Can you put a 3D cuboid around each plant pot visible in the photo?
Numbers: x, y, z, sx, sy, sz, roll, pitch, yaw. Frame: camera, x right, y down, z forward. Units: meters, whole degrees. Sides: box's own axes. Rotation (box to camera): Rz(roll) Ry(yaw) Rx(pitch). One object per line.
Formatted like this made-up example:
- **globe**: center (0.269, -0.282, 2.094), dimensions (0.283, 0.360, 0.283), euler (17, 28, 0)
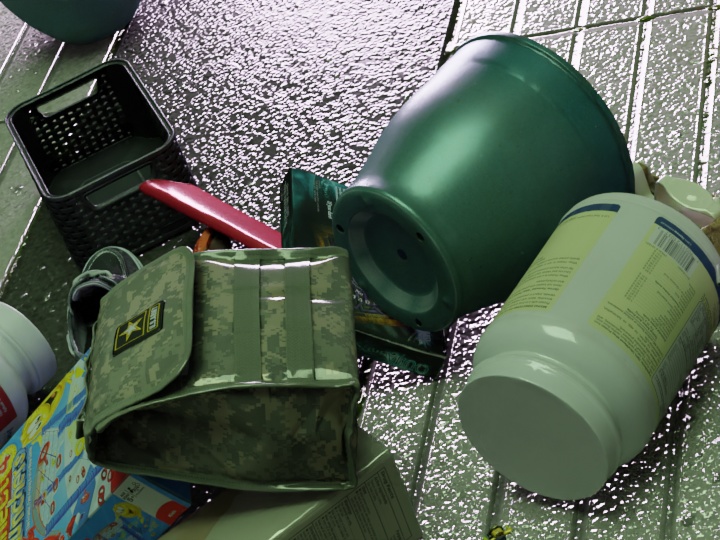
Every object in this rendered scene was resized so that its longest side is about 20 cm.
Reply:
- **plant pot**: center (-0.311, -0.327, 2.311), dimensions (0.199, 0.135, 0.201), euler (-14, 36, 10)
- **plant pot**: center (0.084, -0.057, 1.692), dimensions (0.199, 0.201, 0.188), euler (20, 48, 42)

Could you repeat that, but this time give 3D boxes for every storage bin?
- **storage bin**: center (-0.245, -0.102, 2.024), dimensions (0.134, 0.094, 0.200), euler (-27, 37, -7)

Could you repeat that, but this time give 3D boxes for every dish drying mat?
- **dish drying mat**: center (-0.106, -0.036, 1.873), dimensions (0.199, 0.077, 0.018), euler (29, 101, 35)

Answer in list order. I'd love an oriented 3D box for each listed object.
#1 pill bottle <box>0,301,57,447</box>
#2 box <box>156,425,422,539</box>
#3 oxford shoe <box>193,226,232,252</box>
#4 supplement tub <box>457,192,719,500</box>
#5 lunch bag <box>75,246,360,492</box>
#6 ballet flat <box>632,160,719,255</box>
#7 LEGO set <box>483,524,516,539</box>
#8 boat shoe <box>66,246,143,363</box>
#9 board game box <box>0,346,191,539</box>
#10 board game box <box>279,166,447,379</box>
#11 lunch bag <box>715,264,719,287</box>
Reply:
- **pill bottle**: center (-0.352, 0.120, 1.776), dimensions (0.112, 0.113, 0.200), euler (17, 51, 41)
- **box**: center (-0.061, 0.202, 1.538), dimensions (0.199, 0.095, 0.078), euler (-34, 38, -20)
- **oxford shoe**: center (-0.119, 0.028, 1.834), dimensions (0.072, 0.072, 0.200), euler (15, 29, -8)
- **supplement tub**: center (0.171, 0.055, 1.563), dimensions (0.144, 0.146, 0.200), euler (9, 45, 35)
- **lunch bag**: center (-0.102, 0.068, 1.522), dimensions (0.198, 0.118, 0.165), euler (-1, 36, -2)
- **ballet flat**: center (0.244, -0.057, 1.737), dimensions (0.199, 0.066, 0.070), euler (21, 53, 44)
- **LEGO set**: center (0.062, 0.238, 1.405), dimensions (0.199, 0.116, 0.154), euler (-23, 36, -3)
- **boat shoe**: center (-0.227, 0.031, 1.863), dimensions (0.071, 0.068, 0.201), euler (-15, 37, 9)
- **board game box**: center (-0.211, 0.162, 1.617), dimensions (0.196, 0.056, 0.201), euler (-47, 28, 23)
- **board game box**: center (0.000, 0.000, 1.756), dimensions (0.134, 0.028, 0.201), euler (19, 34, -16)
- **lunch bag**: center (0.357, 0.029, 1.481), dimensions (0.199, 0.169, 0.140), euler (-18, 35, 5)
